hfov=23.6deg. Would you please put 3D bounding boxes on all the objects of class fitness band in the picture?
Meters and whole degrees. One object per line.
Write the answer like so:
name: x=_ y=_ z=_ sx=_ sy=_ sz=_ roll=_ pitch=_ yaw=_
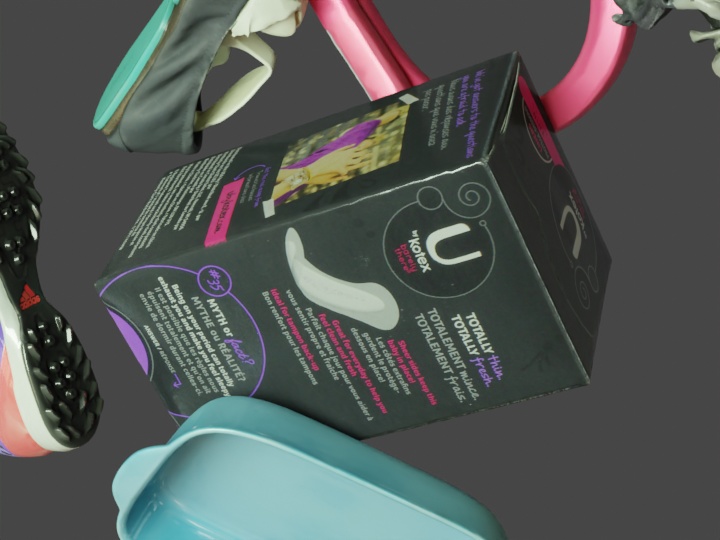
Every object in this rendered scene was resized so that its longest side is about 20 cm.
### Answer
fitness band: x=0.044 y=-0.152 z=0.801 sx=0.143 sy=0.037 sz=0.200 roll=-31 pitch=90 yaw=22

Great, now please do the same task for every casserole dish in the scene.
casserole dish: x=-0.018 y=0.120 z=0.801 sx=0.199 sy=0.039 sz=0.121 roll=27 pitch=132 yaw=-13

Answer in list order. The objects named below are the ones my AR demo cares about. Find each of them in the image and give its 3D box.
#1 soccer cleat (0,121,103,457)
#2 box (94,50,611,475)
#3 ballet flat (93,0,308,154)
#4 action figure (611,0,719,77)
soccer cleat: x=-0.203 y=0.006 z=0.921 sx=0.073 sy=0.068 sz=0.201 roll=-14 pitch=99 yaw=28
box: x=0.000 y=0.000 z=0.796 sx=0.199 sy=0.106 sz=0.123 roll=-16 pitch=118 yaw=24
ballet flat: x=-0.064 y=-0.122 z=0.813 sx=0.073 sy=0.073 sz=0.200 roll=44 pitch=135 yaw=8
action figure: x=0.164 y=-0.121 z=0.715 sx=0.200 sy=0.119 sz=0.102 roll=49 pitch=158 yaw=1
